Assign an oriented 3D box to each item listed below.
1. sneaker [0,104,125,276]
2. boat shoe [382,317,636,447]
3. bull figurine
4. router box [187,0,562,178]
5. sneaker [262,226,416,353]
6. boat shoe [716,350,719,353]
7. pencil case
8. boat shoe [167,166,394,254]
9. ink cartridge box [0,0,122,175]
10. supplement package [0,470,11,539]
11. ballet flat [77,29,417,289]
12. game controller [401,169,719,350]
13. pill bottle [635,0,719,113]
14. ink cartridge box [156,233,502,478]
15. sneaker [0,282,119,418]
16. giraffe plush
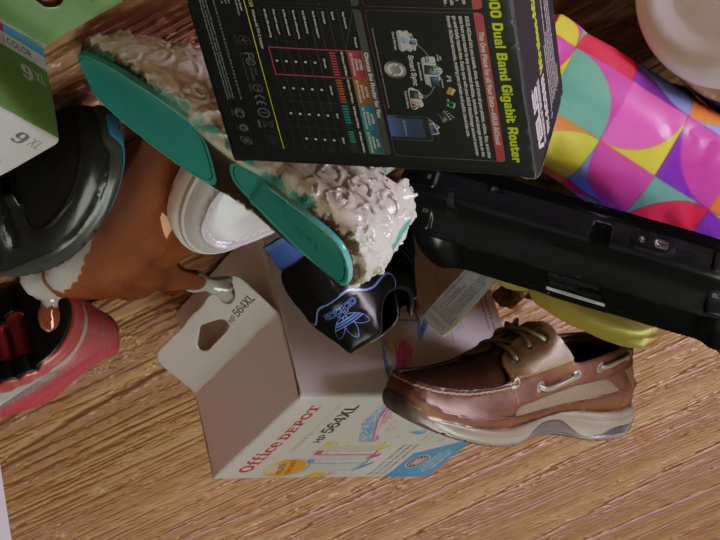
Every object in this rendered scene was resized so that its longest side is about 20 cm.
[{"bbox_3d":[-0.212,-0.031,0.979,0.199,0.074,0.082,-30,149,25],"label":"sneaker"},{"bbox_3d":[0.095,0.063,1.124,0.199,0.076,0.072,1,106,-43],"label":"boat shoe"},{"bbox_3d":[-0.114,-0.027,1.050,0.121,0.066,0.200,0,150,-34],"label":"bull figurine"},{"bbox_3d":[0.001,-0.134,0.780,0.149,0.062,0.201,5,138,18],"label":"router box"},{"bbox_3d":[0.000,0.000,1.069,0.070,0.078,0.200,-31,179,17],"label":"sneaker"},{"bbox_3d":[0.272,-0.033,1.107,0.200,0.072,0.068,-53,139,-2],"label":"boat shoe"},{"bbox_3d":[0.156,-0.057,0.969,0.199,0.089,0.088,30,142,-5],"label":"pencil case"},{"bbox_3d":[-0.011,-0.067,0.958,0.199,0.069,0.072,-32,130,-3],"label":"boat shoe"},{"bbox_3d":[-0.218,-0.083,0.888,0.199,0.060,0.104,-26,152,21],"label":"ink cartridge box"},{"bbox_3d":[-0.302,0.117,1.074,0.155,0.201,0.110,-34,148,34],"label":"supplement package"},{"bbox_3d":[-0.052,-0.066,0.914,0.072,0.200,0.072,-45,160,-21],"label":"ballet flat"},{"bbox_3d":[0.116,-0.009,0.966,0.199,0.042,0.104,18,168,16],"label":"game controller"},{"bbox_3d":[0.239,-0.124,0.995,0.115,0.116,0.200,-28,151,23],"label":"pill bottle"},{"bbox_3d":[-0.020,0.056,1.195,0.199,0.126,0.129,2,149,-33],"label":"ink cartridge box"},{"bbox_3d":[-0.238,0.076,1.175,0.199,0.074,0.087,-26,156,23],"label":"sneaker"},{"bbox_3d":[0.127,-0.026,1.110,0.199,0.173,0.162,-30,174,5],"label":"giraffe plush"}]
